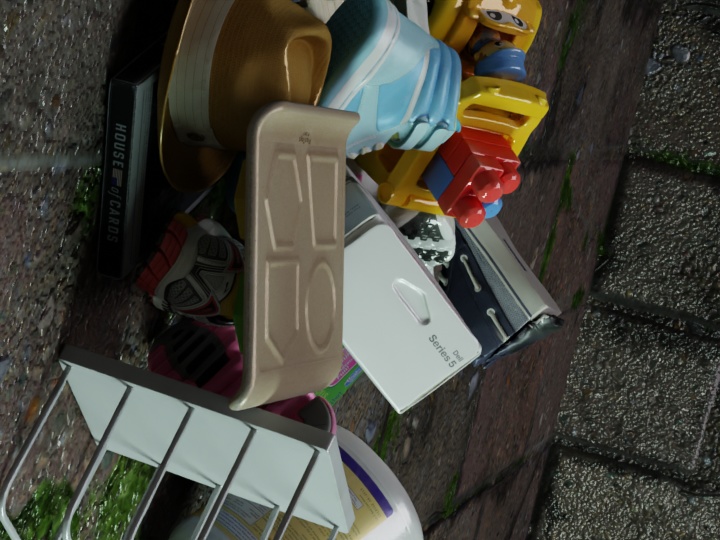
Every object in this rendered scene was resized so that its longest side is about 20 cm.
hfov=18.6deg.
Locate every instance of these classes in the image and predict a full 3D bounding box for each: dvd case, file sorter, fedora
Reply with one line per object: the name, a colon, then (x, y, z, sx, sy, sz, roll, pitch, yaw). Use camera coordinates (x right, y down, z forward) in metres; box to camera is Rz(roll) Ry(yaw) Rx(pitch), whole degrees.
dvd case: (-0.129, -0.102, 1.542, 0.200, 0.025, 0.150, -51, 153, -56)
file sorter: (-0.124, 0.161, 1.487, 0.139, 0.200, 0.125, 79, 32, -60)
fedora: (-0.071, -0.137, 1.503, 0.201, 0.082, 0.201, 15, 90, -76)

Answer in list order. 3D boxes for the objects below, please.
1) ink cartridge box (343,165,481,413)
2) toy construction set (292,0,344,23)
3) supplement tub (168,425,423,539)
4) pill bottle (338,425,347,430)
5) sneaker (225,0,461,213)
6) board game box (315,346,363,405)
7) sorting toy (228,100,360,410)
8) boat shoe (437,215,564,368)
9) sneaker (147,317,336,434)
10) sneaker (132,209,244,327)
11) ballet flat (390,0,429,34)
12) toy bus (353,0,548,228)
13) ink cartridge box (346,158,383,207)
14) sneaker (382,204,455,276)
ink cartridge box: (0.000, 0.000, 1.690, 0.084, 0.146, 0.200, -37, -156, 2)
toy construction set: (-0.047, -0.172, 1.675, 0.131, 0.092, 0.200, -26, 127, -38)
supplement tub: (-0.065, 0.233, 1.781, 0.200, 0.145, 0.145, -36, 148, -23)
pill bottle: (-0.065, 0.240, 1.959, 0.116, 0.116, 0.200, -43, 146, -64)
sneaker: (-0.001, -0.100, 1.618, 0.200, 0.131, 0.080, -49, -142, 24)
board game box: (-0.076, 0.093, 1.774, 0.153, 0.040, 0.200, -48, 159, -2)
sorting toy: (-0.049, -0.012, 1.472, 0.185, 0.036, 0.200, -4, 100, -72)
boat shoe: (0.091, -0.006, 1.966, 0.093, 0.200, 0.075, -38, 159, 12)
sneaker: (-0.084, 0.109, 1.612, 0.079, 0.200, 0.095, -38, 137, -15)
sneaker: (-0.107, 0.011, 1.587, 0.078, 0.082, 0.200, -59, 176, 3)
ballet flat: (0.013, -0.211, 1.621, 0.069, 0.069, 0.200, -60, 148, -45)
toy bus: (0.081, -0.132, 1.736, 0.136, 0.192, 0.200, 10, 124, -37)
ink cartridge box: (-0.031, -0.044, 1.882, 0.117, 0.067, 0.200, 79, 29, -64)
sneaker: (0.042, -0.039, 1.891, 0.200, 0.075, 0.081, 121, -21, -76)
